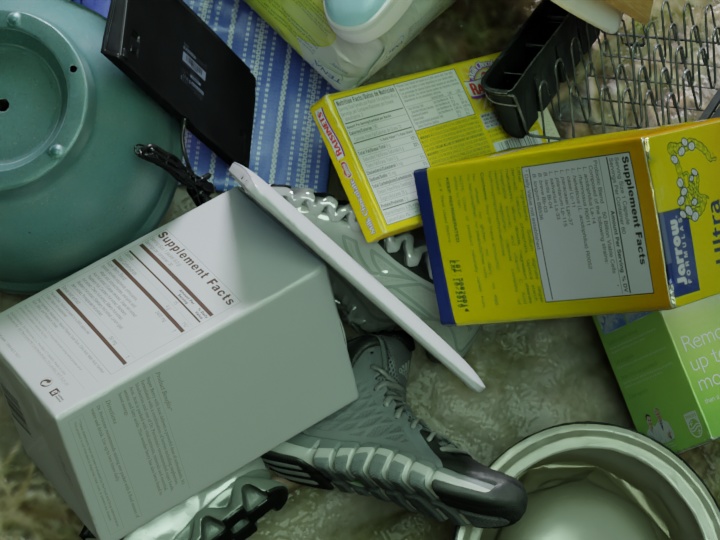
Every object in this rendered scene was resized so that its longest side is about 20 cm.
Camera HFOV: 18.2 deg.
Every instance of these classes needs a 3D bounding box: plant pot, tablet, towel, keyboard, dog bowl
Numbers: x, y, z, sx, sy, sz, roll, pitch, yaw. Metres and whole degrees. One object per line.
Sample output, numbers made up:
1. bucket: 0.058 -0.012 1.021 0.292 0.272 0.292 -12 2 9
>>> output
1. plant pot: -0.223 -0.095 1.464 0.200 0.134 0.201 -1 79 3
2. tablet: -0.003 0.002 1.454 0.200 0.130 0.014 41 91 -12
3. towel: -0.111 -0.130 1.577 0.199 0.024 0.145 10 78 -10
4. keyboard: -0.119 -0.110 1.475 0.021 0.200 0.127 -4 69 22
5. dog bowl: 0.150 0.208 1.538 0.200 0.074 0.201 2 78 -11

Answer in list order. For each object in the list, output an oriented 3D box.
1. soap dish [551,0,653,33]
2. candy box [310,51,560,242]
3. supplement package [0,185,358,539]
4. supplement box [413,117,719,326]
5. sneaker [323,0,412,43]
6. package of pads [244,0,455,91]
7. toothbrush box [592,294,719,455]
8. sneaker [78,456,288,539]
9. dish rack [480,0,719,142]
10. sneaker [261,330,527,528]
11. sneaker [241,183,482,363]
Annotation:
1. soap dish: 0.107 -0.256 1.541 0.200 0.157 0.081 44 104 30
2. candy box: 0.060 -0.089 1.559 0.200 0.026 0.102 -18 80 -42
3. supplement package: -0.122 0.059 1.455 0.200 0.121 0.120 -29 42 -19
4. supplement box: 0.149 -0.031 1.465 0.109 0.200 0.109 -15 97 -44
5. sneaker: 0.007 -0.251 1.456 0.074 0.082 0.200 9 80 33
6. package of pads: -0.031 -0.233 1.562 0.200 0.068 0.155 44 45 0
7. toothbrush box: 0.241 0.013 1.576 0.145 0.086 0.200 -17 81 -28
8. sneaker: -0.152 0.175 1.490 0.200 0.074 0.089 -36 69 -14
9. dish rack: 0.202 -0.138 1.561 0.200 0.055 0.153 9 43 29
10. sneaker: 0.031 0.096 1.498 0.200 0.075 0.116 12 68 27
11. sneaker: 0.000 0.000 1.549 0.200 0.075 0.081 25 88 -11
